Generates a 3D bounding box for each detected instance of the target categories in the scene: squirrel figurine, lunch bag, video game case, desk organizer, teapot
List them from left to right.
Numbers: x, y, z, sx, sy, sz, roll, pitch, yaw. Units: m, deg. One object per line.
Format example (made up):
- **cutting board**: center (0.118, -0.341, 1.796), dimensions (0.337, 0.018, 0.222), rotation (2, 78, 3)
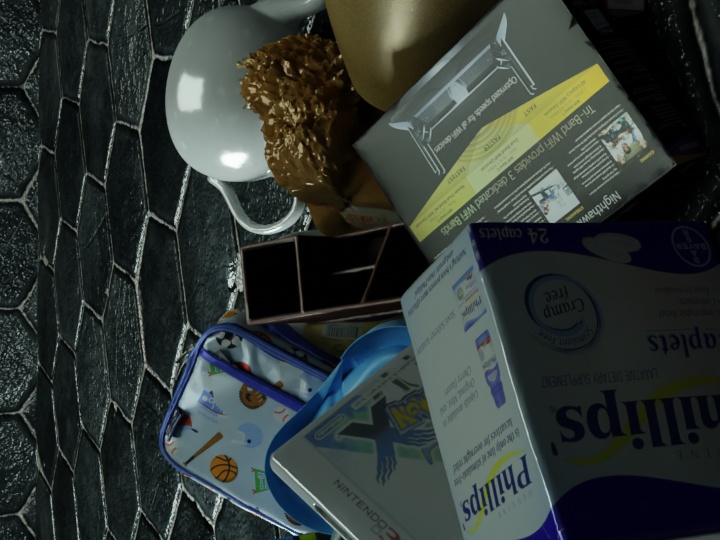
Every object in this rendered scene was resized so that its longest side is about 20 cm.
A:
- **teapot**: center (-0.097, -0.174, 1.316), dimensions (0.146, 0.198, 0.200), rotation (15, 144, 27)
- **lunch bag**: center (-0.072, 0.129, 1.102), dimensions (0.160, 0.200, 0.076), rotation (-63, -4, 19)
- **desk organizer**: center (0.000, 0.000, 1.004), dimensions (0.200, 0.077, 0.072), rotation (-10, 83, 41)
- **squirrel figurine**: center (0.001, -0.135, 1.046), dimensions (0.141, 0.200, 0.187), rotation (-17, 61, 49)
- **video game case**: center (0.072, 0.124, 0.849), dimensions (0.182, 0.200, 0.022), rotation (38, 150, 29)

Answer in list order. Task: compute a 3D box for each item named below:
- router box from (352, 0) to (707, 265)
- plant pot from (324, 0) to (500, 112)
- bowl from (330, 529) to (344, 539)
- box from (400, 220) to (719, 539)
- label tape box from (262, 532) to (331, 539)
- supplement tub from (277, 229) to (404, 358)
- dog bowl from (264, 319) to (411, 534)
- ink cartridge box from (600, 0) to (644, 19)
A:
- **router box**: center (0.108, -0.083, 0.860), dimensions (0.200, 0.052, 0.157), rotation (-40, 76, 38)
- **plant pot**: center (0.044, -0.216, 0.917), dimensions (0.200, 0.186, 0.187), rotation (98, 157, -50)
- **bowl**: center (0.067, 0.189, 0.956), dimensions (0.105, 0.200, 0.201), rotation (-103, 23, -58)
- **box**: center (0.144, 0.079, 0.765), dimensions (0.105, 0.184, 0.200), rotation (-51, 48, 53)
- **label tape box**: center (0.007, 0.290, 1.056), dimensions (0.063, 0.200, 0.144), rotation (116, 143, -46)
- **supplement tub**: center (-0.033, 0.078, 1.195), dimensions (0.145, 0.145, 0.200), rotation (-132, 46, -54)
- **dog bowl**: center (0.009, 0.121, 1.019), dimensions (0.200, 0.111, 0.050), rotation (-51, 5, 19)
- **ink cartridge box**: center (0.137, -0.224, 0.936), dimensions (0.200, 0.037, 0.095), rotation (-175, 84, -67)
